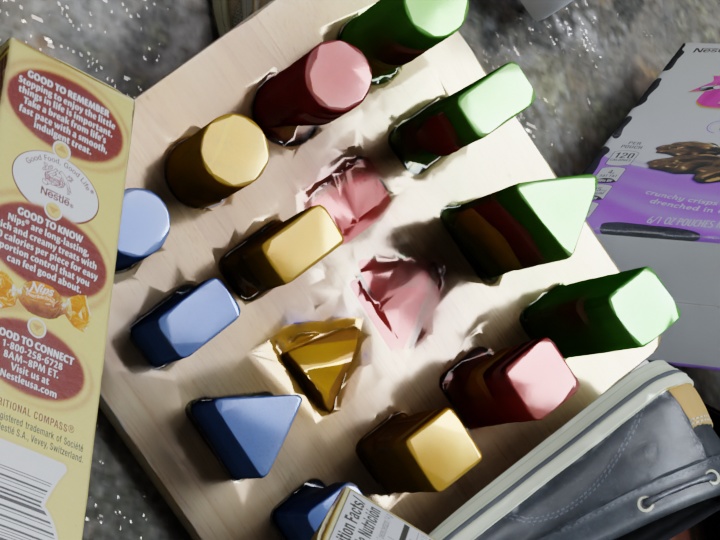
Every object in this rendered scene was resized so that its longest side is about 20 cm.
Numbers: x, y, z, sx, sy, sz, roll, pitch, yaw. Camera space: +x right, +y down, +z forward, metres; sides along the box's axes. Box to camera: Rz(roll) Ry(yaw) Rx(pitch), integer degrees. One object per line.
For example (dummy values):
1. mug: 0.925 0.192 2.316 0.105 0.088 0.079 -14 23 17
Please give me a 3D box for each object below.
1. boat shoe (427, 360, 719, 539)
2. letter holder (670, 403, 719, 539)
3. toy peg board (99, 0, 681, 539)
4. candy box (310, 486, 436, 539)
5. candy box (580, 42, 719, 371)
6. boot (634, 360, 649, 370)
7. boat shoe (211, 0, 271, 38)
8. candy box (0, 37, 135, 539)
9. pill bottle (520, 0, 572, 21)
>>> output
1. boat shoe: 0.057 0.116 0.796 0.062 0.200 0.075 50 -5 17
2. letter holder: 0.203 0.133 0.958 0.142 0.100 0.202 23 51 -51
3. toy peg board: 0.000 0.000 0.793 0.199 0.098 0.201 -37 95 -18
4. candy box: 0.047 0.177 0.738 0.199 0.117 0.057 31 22 0
5. candy box: 0.199 -0.033 1.015 0.200 0.166 0.072 -48 135 -49
6. boot: 0.055 0.026 0.910 0.090 0.073 0.201 9 42 -35
7. boat shoe: -0.022 -0.096 0.915 0.072 0.065 0.201 31 49 -29
8. candy box: -0.133 0.040 0.689 0.055 0.115 0.202 27 51 -32
9. pill bottle: 0.063 -0.226 1.040 0.201 0.112 0.113 56 41 -5
